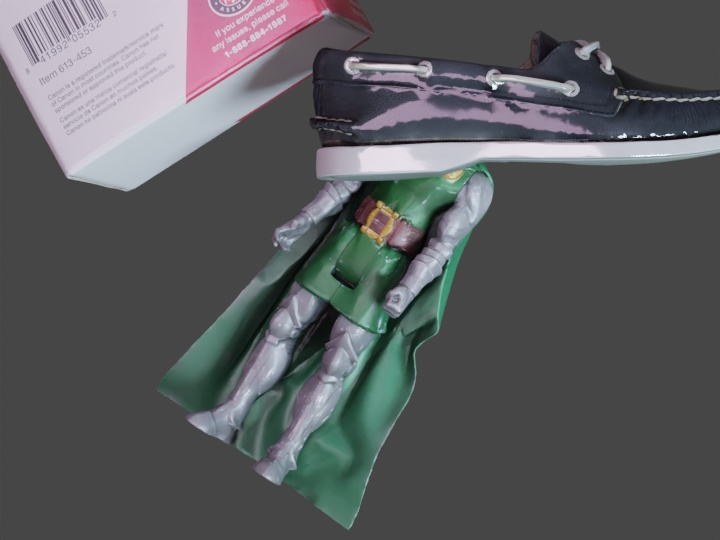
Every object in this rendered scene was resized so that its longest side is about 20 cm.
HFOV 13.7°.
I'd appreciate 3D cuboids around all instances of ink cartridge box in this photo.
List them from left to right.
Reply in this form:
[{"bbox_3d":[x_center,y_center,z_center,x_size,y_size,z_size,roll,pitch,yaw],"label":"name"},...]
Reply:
[{"bbox_3d":[-0.109,-0.160,1.377,0.144,0.084,0.201,-31,79,12],"label":"ink cartridge box"}]

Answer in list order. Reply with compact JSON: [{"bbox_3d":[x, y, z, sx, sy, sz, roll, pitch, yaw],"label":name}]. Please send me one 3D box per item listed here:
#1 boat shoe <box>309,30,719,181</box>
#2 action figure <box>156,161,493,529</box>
[{"bbox_3d":[0.078,-0.074,1.298,0.199,0.076,0.061,-4,90,-9],"label":"boat shoe"},{"bbox_3d":[0.000,0.000,1.352,0.118,0.055,0.200,33,92,19],"label":"action figure"}]
